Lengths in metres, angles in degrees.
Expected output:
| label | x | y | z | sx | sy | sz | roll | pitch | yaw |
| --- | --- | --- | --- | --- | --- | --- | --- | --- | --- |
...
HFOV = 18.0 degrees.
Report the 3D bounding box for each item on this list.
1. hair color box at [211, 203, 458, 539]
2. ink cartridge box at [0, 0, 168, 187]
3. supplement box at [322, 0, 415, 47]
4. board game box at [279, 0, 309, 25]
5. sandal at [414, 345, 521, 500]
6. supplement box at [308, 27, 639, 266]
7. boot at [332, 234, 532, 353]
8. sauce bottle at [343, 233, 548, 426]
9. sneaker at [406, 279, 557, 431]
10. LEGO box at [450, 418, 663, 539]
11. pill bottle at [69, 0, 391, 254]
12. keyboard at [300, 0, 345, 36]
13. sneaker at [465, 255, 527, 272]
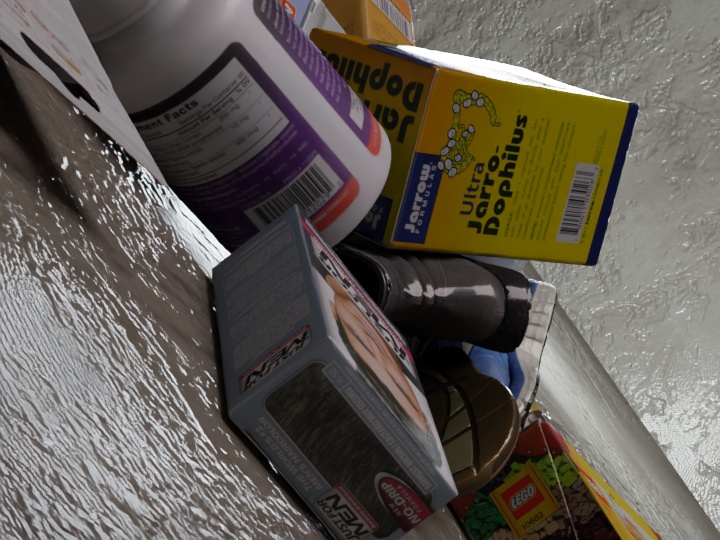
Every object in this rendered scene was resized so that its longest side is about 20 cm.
| label | x | y | z | sx | sy | sz | roll | pitch | yaw |
| --- | --- | --- | --- | --- | --- | --- | --- | --- | --- |
| hair color box | -0.017 | 0.050 | 1.087 | 0.099 | 0.061 | 0.200 | 51 | 8 | -18 |
| ink cartridge box | -0.176 | -0.128 | 1.000 | 0.163 | 0.057 | 0.200 | 43 | 18 | -55 |
| supplement box | -0.003 | -0.124 | 1.527 | 0.069 | 0.066 | 0.200 | 45 | 27 | -33 |
| board game box | -0.110 | -0.175 | 1.320 | 0.200 | 0.036 | 0.152 | 47 | 52 | -42 |
| sandal | 0.052 | 0.096 | 1.304 | 0.200 | 0.080 | 0.054 | -118 | -174 | -76 |
| supplement box | 0.060 | -0.073 | 1.389 | 0.109 | 0.110 | 0.200 | 22 | 12 | 41 |
| boot | 0.000 | 0.000 | 1.373 | 0.131 | 0.070 | 0.200 | 11 | -2 | -33 |
| sauce bottle | 0.054 | 0.050 | 1.542 | 0.200 | 0.065 | 0.065 | 57 | 8 | 20 |
| sneaker | 0.067 | 0.070 | 1.445 | 0.089 | 0.079 | 0.200 | 17 | 35 | 1 |
| LEGO box | 0.153 | 0.201 | 1.385 | 0.200 | 0.077 | 0.149 | 44 | 11 | -51 |
| pill bottle | -0.081 | -0.102 | 1.210 | 0.200 | 0.111 | 0.112 | 49 | 8 | -33 |
| keyboard | -0.042 | -0.091 | 1.411 | 0.056 | 0.011 | 0.200 | 54 | 38 | -34 |
| sneaker | 0.055 | -0.067 | 1.578 | 0.200 | 0.087 | 0.075 | 49 | 9 | 21 |
